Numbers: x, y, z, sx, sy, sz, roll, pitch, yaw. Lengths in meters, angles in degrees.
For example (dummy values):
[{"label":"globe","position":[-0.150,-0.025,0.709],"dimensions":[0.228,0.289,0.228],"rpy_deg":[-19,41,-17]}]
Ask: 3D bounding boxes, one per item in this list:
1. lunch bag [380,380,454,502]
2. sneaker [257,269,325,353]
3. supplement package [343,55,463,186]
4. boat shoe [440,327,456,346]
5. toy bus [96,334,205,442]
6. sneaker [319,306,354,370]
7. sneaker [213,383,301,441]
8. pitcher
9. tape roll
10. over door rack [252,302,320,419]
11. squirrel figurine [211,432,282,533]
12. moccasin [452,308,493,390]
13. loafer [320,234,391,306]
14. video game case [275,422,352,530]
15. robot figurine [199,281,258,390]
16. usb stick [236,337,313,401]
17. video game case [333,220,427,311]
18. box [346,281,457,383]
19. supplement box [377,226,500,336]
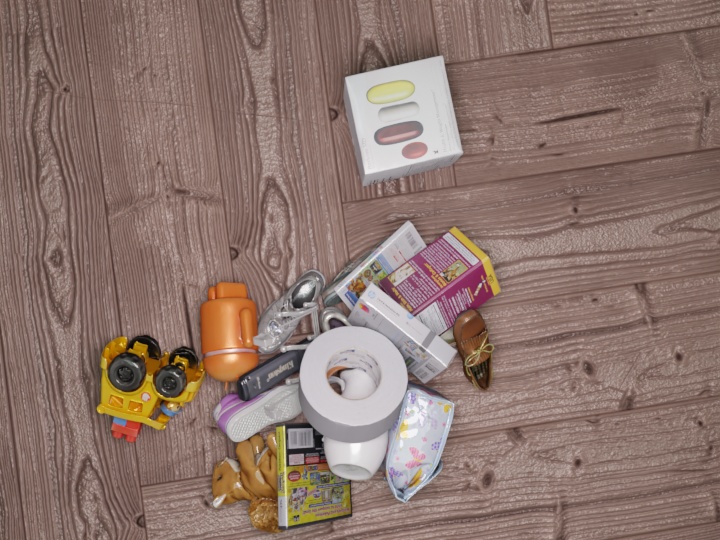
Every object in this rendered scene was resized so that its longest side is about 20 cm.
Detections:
[{"label":"lunch bag","position":[0.099,0.329,1.370],"dimensions":[0.124,0.170,0.205],"rpy_deg":[19,86,-5]},{"label":"sneaker","position":[-0.148,0.078,1.413],"dimensions":[0.074,0.082,0.202],"rpy_deg":[36,88,0]},{"label":"supplement package","position":[0.079,-0.292,1.396],"dimensions":[0.194,0.147,0.197],"rpy_deg":[-13,89,-3]},{"label":"boat shoe","position":[0.133,0.130,1.422],"dimensions":[0.195,0.074,0.078],"rpy_deg":[-15,89,-2]},{"label":"toy bus","position":[-0.416,0.247,1.387],"dimensions":[0.195,0.136,0.197],"rpy_deg":[14,101,-3]},{"label":"sneaker","position":[-0.017,0.163,1.406],"dimensions":[0.074,0.100,0.201],"rpy_deg":[-39,91,-4]},{"label":"sneaker","position":[-0.202,0.261,1.413],"dimensions":[0.197,0.113,0.075],"rpy_deg":[-17,112,-33]},{"label":"pitcher","position":[-0.024,0.285,1.333],"dimensions":[0.168,0.122,0.204],"rpy_deg":[-13,49,28]},{"label":"tape roll","position":[-0.014,0.202,1.265],"dimensions":[0.194,0.067,0.204],"rpy_deg":[4,50,-4]},{"label":"over door rack","position":[-0.137,0.159,1.315],"dimensions":[0.065,0.199,0.152],"rpy_deg":[1,108,27]},{"label":"squirrel figurine","position":[-0.197,0.428,1.379],"dimensions":[0.183,0.141,0.204],"rpy_deg":[-26,87,5]},{"label":"moccasin","position":[0.224,0.158,1.370],"dimensions":[0.072,0.078,0.205],"rpy_deg":[-21,130,-13]},{"label":"loafer","position":[0.000,0.000,1.434],"dimensions":[0.197,0.072,0.064],"rpy_deg":[-30,70,-9]},{"label":"video game case","position":[-0.086,0.387,1.348],"dimensions":[0.025,0.198,0.186],"rpy_deg":[-12,74,35]},{"label":"robot figurine","position":[-0.258,0.129,1.385],"dimensions":[0.140,0.117,0.206],"rpy_deg":[-9,76,13]},{"label":"usb stick","position":[-0.160,0.191,1.376],"dimensions":[0.032,0.198,0.057],"rpy_deg":[15,119,39]},{"label":"video game case","position":[0.056,0.015,1.409],"dimensions":[0.199,0.018,0.144],"rpy_deg":[-42,130,-3]},{"label":"box","position":[0.072,0.121,1.311],"dimensions":[0.198,0.156,0.041],"rpy_deg":[37,68,4]},{"label":"supplement box","position":[0.154,0.032,1.378],"dimensions":[0.198,0.131,0.104],"rpy_deg":[-34,131,-5]}]
